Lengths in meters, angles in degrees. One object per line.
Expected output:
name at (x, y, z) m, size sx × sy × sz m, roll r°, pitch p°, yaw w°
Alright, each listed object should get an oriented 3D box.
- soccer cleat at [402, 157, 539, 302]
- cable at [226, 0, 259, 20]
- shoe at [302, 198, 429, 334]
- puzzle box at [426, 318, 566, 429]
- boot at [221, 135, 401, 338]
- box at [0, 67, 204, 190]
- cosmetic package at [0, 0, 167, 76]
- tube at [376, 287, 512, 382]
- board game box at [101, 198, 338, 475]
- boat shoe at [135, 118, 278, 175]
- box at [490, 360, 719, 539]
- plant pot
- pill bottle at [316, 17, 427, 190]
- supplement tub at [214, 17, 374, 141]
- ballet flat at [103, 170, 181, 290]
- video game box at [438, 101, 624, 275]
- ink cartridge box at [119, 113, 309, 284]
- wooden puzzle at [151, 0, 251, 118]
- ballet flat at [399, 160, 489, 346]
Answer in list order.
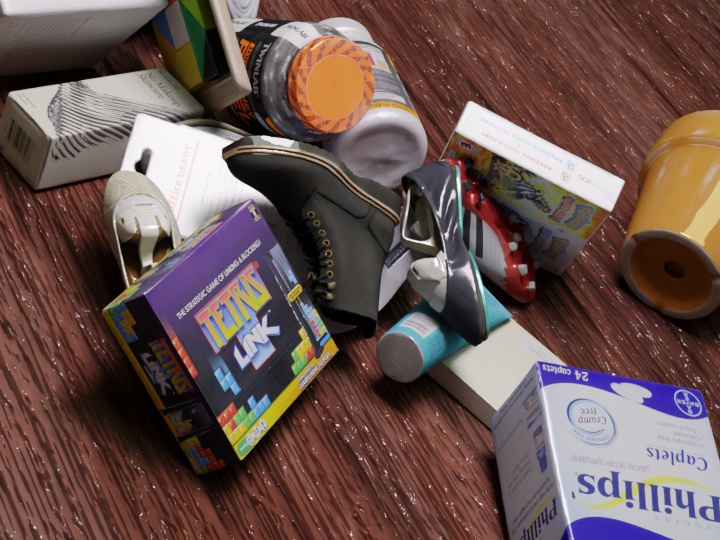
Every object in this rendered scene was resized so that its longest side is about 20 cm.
soccer cleat at (0.119, -0.037, 1.733) m, size 0.200 × 0.085 × 0.069 m, roll 50°, pitch 37°, yaw -33°
cable at (-0.166, -0.363, 1.885) m, size 0.069 × 0.200 × 0.202 m, roll -1°, pitch 78°, yaw 12°
shoe at (0.000, 0.000, 1.647) m, size 0.200 × 0.091 × 0.072 m, roll -40°, pitch 101°, yaw -26°
puzzle box at (0.156, 0.116, 1.629) m, size 0.200 × 0.026 × 0.133 m, roll 41°, pitch 37°, yaw 20°
boot at (-0.045, -0.031, 1.518) m, size 0.199 × 0.077 × 0.140 m, roll 21°, pitch 66°, yaw -32°
box at (-0.260, -0.145, 1.655) m, size 0.199 × 0.069 × 0.082 m, roll -19°, pitch 54°, yaw -45°
cosmetic package at (-0.338, -0.306, 1.680) m, size 0.199 × 0.166 × 0.169 m, roll -12°, pitch 79°, yaw -42°
tube at (0.083, 0.049, 1.609) m, size 0.078 × 0.050 × 0.200 m, roll 51°, pitch 35°, yaw 4°
board game box at (-0.116, 0.054, 1.436) m, size 0.166 × 0.056 × 0.200 m, roll 61°, pitch 34°, yaw -13°
boat shoe at (-0.131, -0.104, 1.681) m, size 0.199 × 0.075 × 0.069 m, roll 1°, pitch 37°, yaw -34°
box at (0.228, 0.201, 1.474) m, size 0.182 × 0.105 × 0.201 m, roll 11°, pitch 48°, yaw -21°
plant pot at (0.388, -0.048, 1.866) m, size 0.199 × 0.201 × 0.183 m, roll 33°, pitch 51°, yaw 10°
pill bottle at (-0.005, -0.186, 1.833) m, size 0.115 × 0.117 × 0.201 m, roll 7°, pitch 40°, yaw -26°
supplement tub at (-0.078, -0.201, 1.730) m, size 0.122 × 0.124 × 0.199 m, roll -1°, pitch 9°, yaw -33°
ballet flat at (-0.185, -0.009, 1.475) m, size 0.067 × 0.062 × 0.202 m, roll -9°, pitch 70°, yaw -19°
video game box at (0.167, -0.083, 1.753) m, size 0.181 × 0.200 × 0.047 m, roll 25°, pitch 68°, yaw 1°
ink cartridge box at (-0.140, -0.062, 1.590) m, size 0.198 × 0.067 × 0.117 m, roll 18°, pitch 66°, yaw -12°
wooden puzzle at (-0.177, -0.252, 1.692) m, size 0.037 × 0.200 × 0.187 m, roll -17°, pitch 91°, yaw -22°
ballet flat at (0.073, -0.016, 1.578) m, size 0.072 × 0.073 × 0.201 m, roll 7°, pitch 58°, yaw -26°
